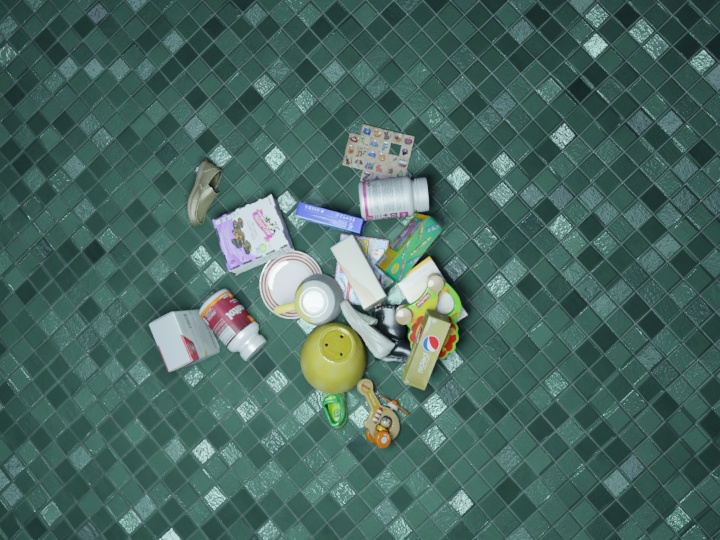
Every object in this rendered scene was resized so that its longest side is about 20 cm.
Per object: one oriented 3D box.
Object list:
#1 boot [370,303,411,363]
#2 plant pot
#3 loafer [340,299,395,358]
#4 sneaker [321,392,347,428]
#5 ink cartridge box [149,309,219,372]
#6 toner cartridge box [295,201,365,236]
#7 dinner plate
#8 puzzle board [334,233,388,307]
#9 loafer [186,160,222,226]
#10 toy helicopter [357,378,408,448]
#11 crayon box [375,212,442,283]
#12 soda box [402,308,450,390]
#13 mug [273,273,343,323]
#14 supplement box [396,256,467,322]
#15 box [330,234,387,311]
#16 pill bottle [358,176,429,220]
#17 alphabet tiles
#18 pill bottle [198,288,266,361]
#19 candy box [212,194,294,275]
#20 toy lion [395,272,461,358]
[{"bbox_3d":[0.125,0.183,1.591,0.194,0.073,0.166,2,88,10],"label":"boot"},{"bbox_3d":[-0.070,0.229,1.535,0.195,0.143,0.204,3,66,-6],"label":"plant pot"},{"bbox_3d":[0.019,0.156,1.555,0.070,0.070,0.201,-41,81,6],"label":"loafer"},{"bbox_3d":[-0.077,0.356,1.592,0.072,0.084,0.204,-13,86,4],"label":"sneaker"},{"bbox_3d":[-0.501,0.197,1.579,0.082,0.200,0.148,-25,85,6],"label":"ink cartridge box"},{"bbox_3d":[-0.086,-0.150,1.613,0.196,0.095,0.044,16,88,6],"label":"toner cartridge box"},{"bbox_3d":[-0.206,0.043,1.649,0.195,0.024,0.205,0,87,6],"label":"dinner plate"},{"bbox_3d":[0.000,0.000,1.638,0.147,0.017,0.205,7,88,5],"label":"puzzle board"},{"bbox_3d":[-0.470,-0.231,1.659,0.066,0.076,0.205,11,88,11],"label":"loafer"},{"bbox_3d":[0.055,0.396,1.578,0.131,0.079,0.203,-30,100,-22],"label":"toy helicopter"},{"bbox_3d":[0.136,-0.067,1.570,0.058,0.119,0.201,39,89,-16],"label":"crayon box"},{"bbox_3d":[0.175,0.213,1.475,0.063,0.068,0.204,18,104,-3],"label":"soda box"},{"bbox_3d":[-0.137,0.099,1.554,0.149,0.153,0.187,45,90,1],"label":"mug"},{"bbox_3d":[0.204,0.078,1.586,0.125,0.074,0.202,-33,86,5],"label":"supplement box"},{"bbox_3d":[-0.002,0.008,1.576,0.077,0.095,0.202,-30,79,2],"label":"box"},{"bbox_3d":[0.097,-0.211,1.592,0.195,0.113,0.116,-6,87,5],"label":"pill bottle"},{"bbox_3d":[0.050,-0.345,1.656,0.196,0.008,0.171,14,89,6],"label":"alphabet tiles"},{"bbox_3d":[-0.372,0.162,1.613,0.113,0.113,0.200,-43,85,1],"label":"pill bottle"},{"bbox_3d":[-0.318,-0.106,1.631,0.197,0.072,0.171,-23,77,3],"label":"candy box"},{"bbox_3d":[0.204,0.140,1.522,0.192,0.069,0.200,44,96,-1],"label":"toy lion"}]
